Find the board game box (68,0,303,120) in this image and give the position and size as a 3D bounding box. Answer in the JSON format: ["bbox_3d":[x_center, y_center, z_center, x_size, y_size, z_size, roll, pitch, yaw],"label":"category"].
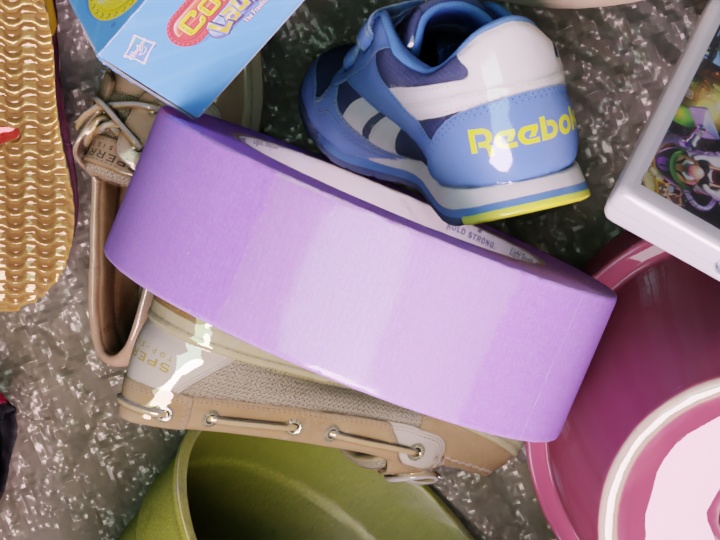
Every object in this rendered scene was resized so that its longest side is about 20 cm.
[{"bbox_3d":[-0.051,-0.194,0.930,0.056,0.196,0.200,31,108,-39],"label":"board game box"}]

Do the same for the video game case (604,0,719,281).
[{"bbox_3d":[0.212,-0.049,0.936,0.182,0.200,0.023,30,144,1],"label":"video game case"}]

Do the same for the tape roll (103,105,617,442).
[{"bbox_3d":[0.000,0.000,0.933,0.200,0.200,0.066,24,95,2],"label":"tape roll"}]

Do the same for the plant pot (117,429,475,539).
[{"bbox_3d":[-0.059,0.192,1.025,0.200,0.200,0.193,44,116,-3],"label":"plant pot"}]

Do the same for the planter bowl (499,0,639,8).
[{"bbox_3d":[0.107,-0.187,0.921,0.135,0.200,0.200,22,106,-24],"label":"planter bowl"}]

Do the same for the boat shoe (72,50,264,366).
[{"bbox_3d":[-0.088,-0.055,1.014,0.071,0.065,0.200,13,109,44],"label":"boat shoe"}]

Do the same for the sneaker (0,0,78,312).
[{"bbox_3d":[-0.163,-0.075,1.036,0.075,0.090,0.200,2,128,-9],"label":"sneaker"}]

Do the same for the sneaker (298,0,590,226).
[{"bbox_3d":[0.031,-0.078,0.947,0.074,0.200,0.082,-18,110,-21],"label":"sneaker"}]

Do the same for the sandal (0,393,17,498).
[{"bbox_3d":[-0.179,0.099,1.065,0.045,0.075,0.200,0,114,9],"label":"sandal"}]

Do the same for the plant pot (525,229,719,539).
[{"bbox_3d":[0.165,0.081,0.963,0.200,0.179,0.200,2,103,7],"label":"plant pot"}]

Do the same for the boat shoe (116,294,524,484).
[{"bbox_3d":[-0.015,0.060,0.997,0.201,0.073,0.063,22,95,-40],"label":"boat shoe"}]
